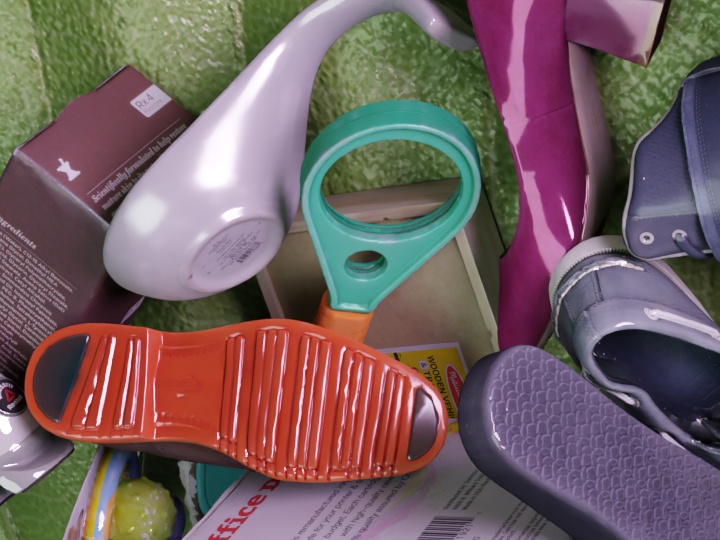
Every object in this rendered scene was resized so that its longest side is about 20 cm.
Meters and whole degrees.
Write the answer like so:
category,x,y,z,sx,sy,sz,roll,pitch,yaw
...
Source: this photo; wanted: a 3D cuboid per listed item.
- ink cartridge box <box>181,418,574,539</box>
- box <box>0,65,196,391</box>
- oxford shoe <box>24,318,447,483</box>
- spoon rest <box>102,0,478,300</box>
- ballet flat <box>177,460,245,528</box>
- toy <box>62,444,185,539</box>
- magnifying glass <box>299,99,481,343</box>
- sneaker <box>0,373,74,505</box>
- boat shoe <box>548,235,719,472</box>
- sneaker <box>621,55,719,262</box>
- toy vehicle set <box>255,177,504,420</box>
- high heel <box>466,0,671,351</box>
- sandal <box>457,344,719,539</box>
category,x,y,z,sx,sy,sz,roll,pitch,yaw
ink cartridge box,0.029,0.137,1.148,0.199,0.145,0.084,-2,117,33
box,-0.150,0.005,1.250,0.075,0.100,0.200,38,131,7
oxford shoe,-0.052,0.060,1.180,0.199,0.073,0.072,9,80,16
spoon rest,-0.038,-0.059,1.140,0.200,0.099,0.061,-42,60,18
ballet flat,-0.065,0.115,1.289,0.071,0.072,0.201,13,121,25
toy,-0.116,0.143,1.255,0.047,0.200,0.116,11,124,8
magnifying glass,0.000,0.000,1.149,0.079,0.022,0.201,6,138,-13
sneaker,-0.231,0.098,1.249,0.200,0.074,0.089,-34,97,31
boat shoe,0.158,0.066,1.080,0.200,0.062,0.073,40,110,-21
sneaker,0.190,0.002,1.039,0.145,0.077,0.204,-13,100,25
toy vehicle set,0.029,0.057,1.215,0.124,0.027,0.201,-5,114,34
high heel,0.066,-0.057,1.096,0.096,0.067,0.201,19,112,9
sandal,0.112,0.103,1.062,0.200,0.076,0.043,43,141,-19
